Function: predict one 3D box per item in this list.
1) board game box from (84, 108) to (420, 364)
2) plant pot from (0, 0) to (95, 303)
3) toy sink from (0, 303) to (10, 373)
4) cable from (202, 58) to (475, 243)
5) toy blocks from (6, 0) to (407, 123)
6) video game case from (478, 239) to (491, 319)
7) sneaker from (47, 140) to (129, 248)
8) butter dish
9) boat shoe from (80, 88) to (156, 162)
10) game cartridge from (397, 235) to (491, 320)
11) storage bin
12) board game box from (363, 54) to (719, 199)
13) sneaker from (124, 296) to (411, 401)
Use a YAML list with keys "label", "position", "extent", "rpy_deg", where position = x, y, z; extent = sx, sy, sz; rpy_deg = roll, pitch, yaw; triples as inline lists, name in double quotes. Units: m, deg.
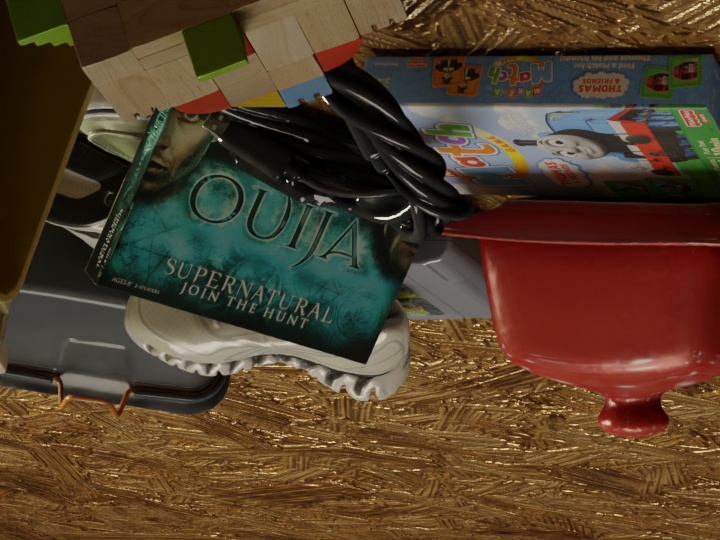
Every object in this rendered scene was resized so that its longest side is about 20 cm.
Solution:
- label: "board game box"
  position: [-0.055, -0.029, 1.415]
  extent: [0.200, 0.135, 0.028]
  rpy_deg: [17, -167, -31]
- label: "plant pot"
  position: [-0.253, -0.121, 1.109]
  extent: [0.176, 0.200, 0.200]
  rpy_deg: [13, 167, 24]
- label: "toy sink"
  position: [-0.291, 0.006, 1.533]
  extent: [0.112, 0.200, 0.130]
  rpy_deg: [8, 163, 3]
- label: "cable"
  position: [-0.019, -0.086, 1.265]
  extent: [0.200, 0.051, 0.163]
  rpy_deg: [31, 157, 20]
- label: "toy blocks"
  position: [-0.055, -0.122, 1.123]
  extent: [0.200, 0.100, 0.137]
  rpy_deg: [-20, 161, 5]
- label: "video game case"
  position: [0.017, -0.013, 1.634]
  extent: [0.200, 0.023, 0.182]
  rpy_deg: [11, 164, -6]
- label: "sneaker"
  position: [-0.129, -0.027, 1.541]
  extent: [0.200, 0.076, 0.115]
  rpy_deg: [27, 178, 17]
- label: "butter dish"
  position: [0.167, 0.028, 1.396]
  extent: [0.199, 0.148, 0.200]
  rpy_deg: [3, -175, 27]
- label: "boat shoe"
  position: [-0.092, -0.065, 1.428]
  extent: [0.200, 0.062, 0.072]
  rpy_deg: [18, 162, -30]
- label: "game cartridge"
  position: [0.000, 0.000, 1.583]
  extent: [0.200, 0.041, 0.133]
  rpy_deg: [1, 166, 28]
- label: "storage bin"
  position: [-0.189, 0.022, 1.679]
  extent: [0.200, 0.146, 0.134]
  rpy_deg: [9, 154, -2]
- label: "board game box"
  position: [0.119, -0.081, 1.312]
  extent: [0.200, 0.037, 0.151]
  rpy_deg: [3, 164, 23]
- label: "sneaker"
  position: [-0.061, 0.032, 1.559]
  extent: [0.200, 0.075, 0.081]
  rpy_deg: [8, 151, -2]
